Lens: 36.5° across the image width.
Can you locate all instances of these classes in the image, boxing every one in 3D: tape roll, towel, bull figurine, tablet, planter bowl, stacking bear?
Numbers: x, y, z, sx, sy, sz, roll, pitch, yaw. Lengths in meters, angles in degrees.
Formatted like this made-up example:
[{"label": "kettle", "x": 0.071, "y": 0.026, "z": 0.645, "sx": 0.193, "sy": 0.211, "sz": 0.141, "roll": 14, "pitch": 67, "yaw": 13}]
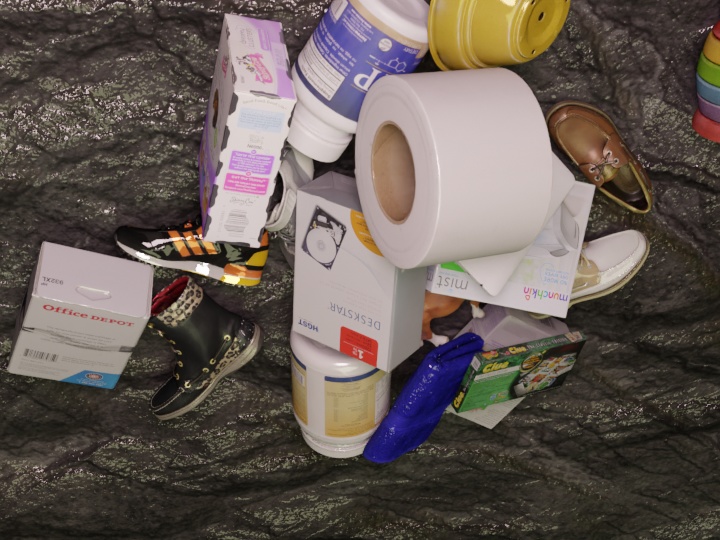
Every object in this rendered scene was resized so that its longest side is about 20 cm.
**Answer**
[{"label": "tape roll", "x": 0.094, "y": -0.111, "z": 1.168, "sx": 0.137, "sy": 0.204, "sz": 0.204, "roll": -9, "pitch": 134, "yaw": -24}, {"label": "towel", "x": 0.095, "y": 0.184, "z": 1.538, "sx": 0.147, "sy": 0.049, "sz": 0.201, "roll": -21, "pitch": 147, "yaw": -53}, {"label": "bull figurine", "x": 0.126, "y": 0.028, "z": 1.505, "sx": 0.198, "sy": 0.065, "sz": 0.122, "roll": -30, "pitch": 135, "yaw": -3}, {"label": "tablet", "x": 0.170, "y": -0.083, "z": 1.314, "sx": 0.130, "sy": 0.201, "sz": 0.014, "roll": 43, "pitch": 158, "yaw": -13}, {"label": "planter bowl", "x": 0.169, "y": -0.288, "z": 1.178, "sx": 0.199, "sy": 0.083, "sz": 0.202, "roll": -34, "pitch": 142, "yaw": -30}, {"label": "stacking bear", "x": 0.467, "y": -0.265, "z": 1.317, "sx": 0.112, "sy": 0.122, "sz": 0.202, "roll": -10, "pitch": 123, "yaw": -12}]

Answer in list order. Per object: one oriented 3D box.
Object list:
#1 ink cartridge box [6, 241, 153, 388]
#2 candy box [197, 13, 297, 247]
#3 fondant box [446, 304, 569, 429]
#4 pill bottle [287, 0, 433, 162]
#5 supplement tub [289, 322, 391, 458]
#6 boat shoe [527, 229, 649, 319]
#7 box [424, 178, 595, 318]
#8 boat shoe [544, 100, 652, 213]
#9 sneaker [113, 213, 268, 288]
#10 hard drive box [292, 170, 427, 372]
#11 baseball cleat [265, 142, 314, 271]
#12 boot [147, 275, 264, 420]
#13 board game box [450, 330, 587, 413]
[{"label": "ink cartridge box", "x": -0.361, "y": 0.062, "z": 1.401, "sx": 0.143, "sy": 0.085, "sz": 0.200, "roll": 13, "pitch": 143, "yaw": -20}, {"label": "candy box", "x": -0.133, "y": -0.158, "z": 1.234, "sx": 0.071, "sy": 0.169, "sz": 0.202, "roll": 6, "pitch": 129, "yaw": -16}, {"label": "fondant box", "x": 0.203, "y": 0.138, "z": 1.636, "sx": 0.143, "sy": 0.059, "sz": 0.200, "roll": 25, "pitch": 120, "yaw": -30}, {"label": "pill bottle", "x": -0.010, "y": -0.227, "z": 1.233, "sx": 0.119, "sy": 0.120, "sz": 0.201, "roll": 20, "pitch": 124, "yaw": -27}, {"label": "supplement tub", "x": -0.027, "y": 0.153, "z": 1.542, "sx": 0.142, "sy": 0.145, "sz": 0.202, "roll": -5, "pitch": 132, "yaw": -8}, {"label": "boat shoe", "x": 0.308, "y": -0.001, "z": 1.526, "sx": 0.199, "sy": 0.075, "sz": 0.068, "roll": -32, "pitch": 135, "yaw": 17}, {"label": "box", "x": 0.177, "y": -0.047, "z": 1.399, "sx": 0.197, "sy": 0.097, "sz": 0.179, "roll": 12, "pitch": 94, "yaw": -21}, {"label": "boat shoe", "x": 0.317, "y": -0.145, "z": 1.408, "sx": 0.199, "sy": 0.068, "sz": 0.072, "roll": 31, "pitch": 120, "yaw": -31}, {"label": "sneaker", "x": -0.213, "y": -0.044, "z": 1.396, "sx": 0.198, "sy": 0.070, "sz": 0.091, "roll": 15, "pitch": 100, "yaw": -16}, {"label": "hard drive box", "x": 0.000, "y": 0.000, "z": 1.345, "sx": 0.154, "sy": 0.077, "sz": 0.202, "roll": 20, "pitch": 123, "yaw": 29}, {"label": "baseball cleat", "x": -0.095, "y": -0.060, "z": 1.371, "sx": 0.069, "sy": 0.107, "sz": 0.202, "roll": 13, "pitch": 130, "yaw": 25}, {"label": "boot", "x": -0.252, "y": 0.106, "z": 1.505, "sx": 0.203, "sy": 0.074, "sz": 0.154, "roll": -37, "pitch": 125, "yaw": 14}, {"label": "board game box", "x": 0.227, "y": 0.143, "z": 1.551, "sx": 0.198, "sy": 0.024, "sz": 0.106, "roll": -8, "pitch": 138, "yaw": -33}]
